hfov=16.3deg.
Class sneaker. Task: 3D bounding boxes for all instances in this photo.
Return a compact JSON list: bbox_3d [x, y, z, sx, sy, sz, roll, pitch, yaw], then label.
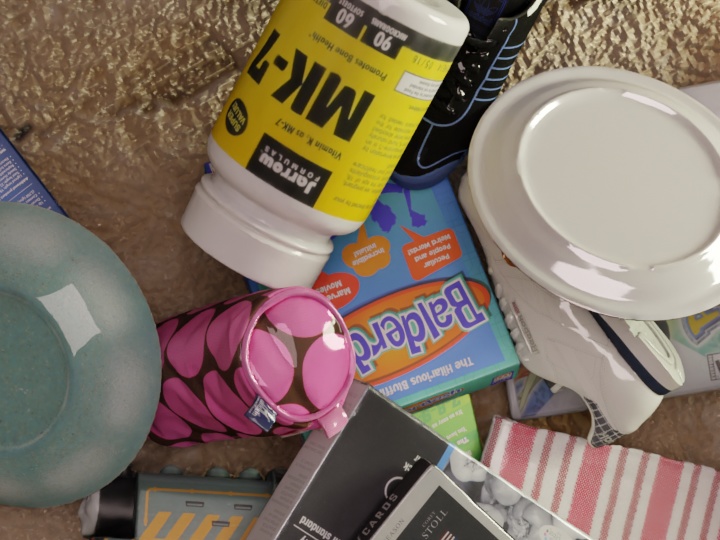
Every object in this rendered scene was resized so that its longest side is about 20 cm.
[{"bbox_3d":[0.121,0.021,1.645,0.080,0.076,0.200,-43,78,20],"label":"sneaker"},{"bbox_3d":[0.068,-0.146,1.619,0.070,0.078,0.201,29,91,11],"label":"sneaker"}]

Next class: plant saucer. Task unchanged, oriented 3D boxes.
[{"bbox_3d":[-0.224,0.059,1.592,0.199,0.039,0.203,3,103,15],"label":"plant saucer"}]

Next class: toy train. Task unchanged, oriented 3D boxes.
[{"bbox_3d":[-0.091,0.185,1.642,0.198,0.085,0.115,4,78,-7],"label":"toy train"}]

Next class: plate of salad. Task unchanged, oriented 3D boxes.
[{"bbox_3d":[0.163,-0.046,1.603,0.198,0.048,0.201,7,53,-9],"label":"plate of salad"}]

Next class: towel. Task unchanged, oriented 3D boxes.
[{"bbox_3d":[0.161,0.189,1.676,0.199,0.030,0.148,15,87,-13],"label":"towel"}]

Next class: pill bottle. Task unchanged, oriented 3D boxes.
[{"bbox_3d":[-0.026,-0.094,1.572,0.114,0.114,0.201,28,103,-3],"label":"pill bottle"}]

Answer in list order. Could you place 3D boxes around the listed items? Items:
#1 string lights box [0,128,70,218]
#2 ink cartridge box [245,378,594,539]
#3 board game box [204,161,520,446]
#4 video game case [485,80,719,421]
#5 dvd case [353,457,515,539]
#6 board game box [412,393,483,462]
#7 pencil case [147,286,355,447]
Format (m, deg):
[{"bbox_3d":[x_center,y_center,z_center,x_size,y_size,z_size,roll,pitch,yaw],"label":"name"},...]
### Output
[{"bbox_3d":[-0.253,-0.032,1.649,0.103,0.059,0.200,-38,90,-6],"label":"string lights box"},{"bbox_3d":[0.020,0.203,1.597,0.198,0.043,0.201,34,84,-20],"label":"ink cartridge box"},{"bbox_3d":[0.000,0.000,1.658,0.151,0.045,0.201,-20,77,-6],"label":"board game box"},{"bbox_3d":[0.173,-0.012,1.676,0.181,0.022,0.202,-10,88,14],"label":"video game case"},{"bbox_3d":[0.061,0.237,1.580,0.200,0.025,0.151,43,81,-21],"label":"dvd case"},{"bbox_3d":[0.034,0.124,1.682,0.095,0.030,0.202,-12,85,-5],"label":"board game box"},{"bbox_3d":[-0.082,0.068,1.594,0.091,0.200,0.094,-43,105,-25],"label":"pencil case"}]
